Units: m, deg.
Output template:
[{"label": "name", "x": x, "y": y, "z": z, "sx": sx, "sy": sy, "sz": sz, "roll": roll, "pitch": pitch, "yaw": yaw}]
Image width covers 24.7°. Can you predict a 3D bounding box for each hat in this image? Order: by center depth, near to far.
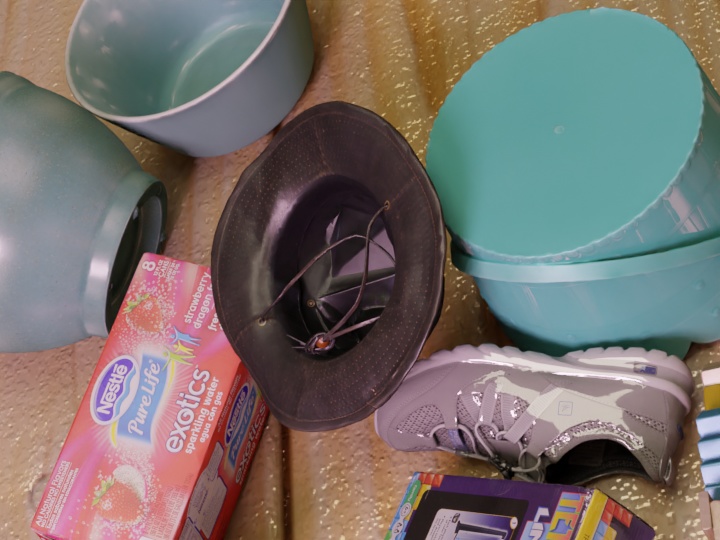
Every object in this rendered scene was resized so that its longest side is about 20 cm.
[{"label": "hat", "x": 0.000, "y": 0.000, "z": 1.005, "sx": 0.199, "sy": 0.080, "sz": 0.203, "roll": -10, "pitch": 76, "yaw": 43}]

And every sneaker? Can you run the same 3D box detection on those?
[{"label": "sneaker", "x": 0.096, "y": 0.093, "z": 0.974, "sx": 0.198, "sy": 0.075, "sz": 0.083, "roll": -7, "pitch": 55, "yaw": 26}]

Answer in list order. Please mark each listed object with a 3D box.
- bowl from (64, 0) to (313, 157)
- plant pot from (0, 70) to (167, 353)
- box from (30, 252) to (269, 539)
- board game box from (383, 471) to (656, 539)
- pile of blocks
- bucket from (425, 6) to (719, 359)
[{"label": "bowl", "x": -0.115, "y": -0.167, "z": 1.253, "sx": 0.199, "sy": 0.105, "sz": 0.203, "roll": -15, "pitch": 54, "yaw": 21}, {"label": "plant pot", "x": -0.219, "y": -0.026, "z": 1.181, "sx": 0.133, "sy": 0.201, "sz": 0.202, "roll": 18, "pitch": 67, "yaw": 8}, {"label": "box", "x": -0.124, "y": 0.103, "z": 1.065, "sx": 0.094, "sy": 0.100, "sz": 0.202, "roll": 13, "pitch": 66, "yaw": 14}, {"label": "board game box", "x": 0.055, "y": 0.213, "z": 0.895, "sx": 0.165, "sy": 0.057, "sz": 0.202, "roll": -3, "pitch": 56, "yaw": 55}, {"label": "pile of blocks", "x": 0.220, "y": 0.125, "z": 0.877, "sx": 0.061, "sy": 0.082, "sz": 0.202, "roll": -15, "pitch": 53, "yaw": 21}, {"label": "bucket", "x": 0.144, "y": -0.048, "z": 1.002, "sx": 0.205, "sy": 0.135, "sz": 0.209, "roll": -16, "pitch": 52, "yaw": 22}]
